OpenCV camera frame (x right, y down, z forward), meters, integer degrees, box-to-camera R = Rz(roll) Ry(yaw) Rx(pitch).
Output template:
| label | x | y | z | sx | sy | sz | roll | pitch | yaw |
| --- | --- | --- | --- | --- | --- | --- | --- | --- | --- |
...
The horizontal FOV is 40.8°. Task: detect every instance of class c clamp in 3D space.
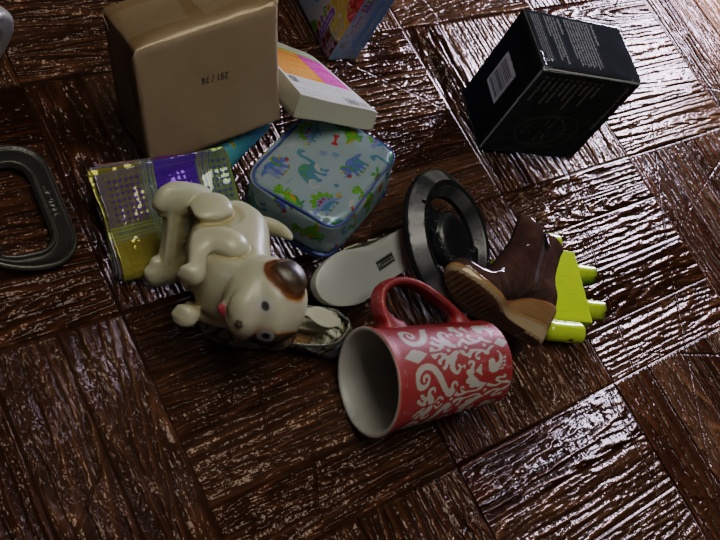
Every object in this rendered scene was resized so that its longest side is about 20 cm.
| label | x | y | z | sx | sy | sz | roll | pitch | yaw |
| --- | --- | --- | --- | --- | --- | --- | --- | --- | --- |
| c clamp | -0.430 | -0.077 | 1.132 | 0.169 | 0.027 | 0.202 | -20 | 71 | -41 |

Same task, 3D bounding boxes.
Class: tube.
| label | x | y | z | sx | sy | sz | roll | pitch | yaw |
| --- | --- | --- | --- | --- | --- | --- | --- | --- | --- |
| tube | -0.199 | -0.153 | 1.293 | 0.077 | 0.051 | 0.201 | 34 | 54 | 9 |

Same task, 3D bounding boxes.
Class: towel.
| label | x | y | z | sx | sy | sz | roll | pitch | yaw |
| --- | --- | --- | --- | --- | --- | --- | --- | --- | --- |
| towel | -0.234 | -0.074 | 1.207 | 0.197 | 0.023 | 0.147 | -14 | 88 | -35 |

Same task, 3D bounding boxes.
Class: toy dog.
| label | x | y | z | sx | sy | sz | roll | pitch | yaw |
| --- | --- | --- | --- | --- | --- | --- | --- | --- | --- |
| toy dog | -0.141 | 0.010 | 1.125 | 0.191 | 0.142 | 0.200 | -1 | 33 | -41 |

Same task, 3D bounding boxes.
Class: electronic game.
| label | x | y | z | sx | sy | sz | roll | pitch | yaw |
| --- | --- | --- | --- | --- | --- | --- | --- | --- | --- |
| electronic game | 0.122 | -0.042 | 1.360 | 0.198 | 0.041 | 0.205 | 20 | 63 | -47 |

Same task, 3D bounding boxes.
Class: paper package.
| label | x | y | z | sx | sy | sz | roll | pitch | yaw |
| --- | --- | --- | --- | --- | --- | --- | --- | --- | --- |
| paper package | -0.206 | -0.256 | 1.223 | 0.197 | 0.193 | 0.104 | -24 | 53 | -22 |

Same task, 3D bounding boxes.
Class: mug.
| label | x | y | z | sx | sy | sz | roll | pitch | yaw |
| --- | --- | --- | --- | --- | --- | --- | --- | --- | --- |
| mug | 0.091 | 0.108 | 1.216 | 0.197 | 0.181 | 0.133 | -4 | 23 | -35 |

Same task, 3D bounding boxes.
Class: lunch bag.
| label | x | y | z | sx | sy | sz | roll | pitch | yaw |
| --- | --- | --- | --- | --- | --- | --- | --- | --- | --- |
| lunch bag | -0.056 | -0.123 | 1.313 | 0.159 | 0.083 | 0.201 | 30 | 49 | 8 |

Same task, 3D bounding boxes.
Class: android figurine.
| label | x | y | z | sx | sy | sz | roll | pitch | yaw |
| --- | --- | --- | --- | --- | --- | --- | --- | --- | --- |
| android figurine | 0.278 | 0.023 | 1.447 | 0.196 | 0.041 | 0.185 | 9 | 58 | -26 |

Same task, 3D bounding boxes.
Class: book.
| label | x | y | z | sx | sy | sz | roll | pitch | yaw |
| --- | --- | --- | --- | --- | --- | --- | --- | --- | --- |
| book | -0.077 | -0.265 | 1.362 | 0.131 | 0.049 | 0.200 | 5 | 29 | -36 |

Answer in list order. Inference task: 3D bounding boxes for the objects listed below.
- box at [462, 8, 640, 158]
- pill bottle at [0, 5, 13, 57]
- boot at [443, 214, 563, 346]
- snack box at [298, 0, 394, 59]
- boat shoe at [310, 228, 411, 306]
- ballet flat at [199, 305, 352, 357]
| label | x | y | z | sx | sy | sz | roll | pitch | yaw |
| --- | --- | --- | --- | --- | --- | --- | --- | --- | --- |
| box | 0.301 | -0.292 | 1.548 | 0.193 | 0.200 | 0.126 | 3 | 58 | -27 |
| pill bottle | -0.531 | -0.327 | 1.168 | 0.199 | 0.114 | 0.115 | 38 | 50 | -2 |
| boot | 0.202 | -0.008 | 1.345 | 0.199 | 0.072 | 0.169 | 35 | 56 | -27 |
| snack box | -0.033 | -0.459 | 1.488 | 0.067 | 0.169 | 0.203 | -10 | 65 | -36 |
| boat shoe | 0.000 | 0.000 | 1.294 | 0.198 | 0.063 | 0.072 | -24 | 97 | -42 |
| ballet flat | -0.098 | 0.061 | 1.198 | 0.196 | 0.072 | 0.073 | 10 | 57 | -23 |
